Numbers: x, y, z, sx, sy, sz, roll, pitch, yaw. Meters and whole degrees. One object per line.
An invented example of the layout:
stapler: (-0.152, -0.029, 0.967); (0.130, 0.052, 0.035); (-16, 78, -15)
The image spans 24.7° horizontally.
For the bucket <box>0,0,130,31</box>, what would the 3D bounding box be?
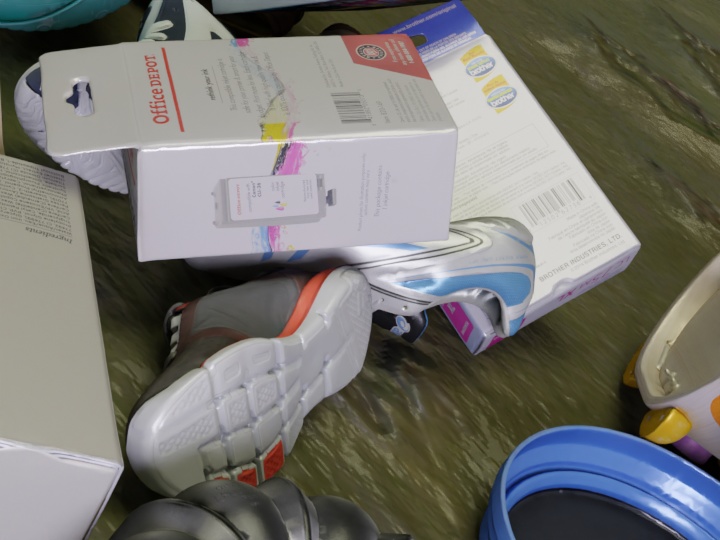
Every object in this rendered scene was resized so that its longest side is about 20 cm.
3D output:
bucket: (-0.197, -0.251, 0.973); (0.205, 0.135, 0.209); (2, 64, -4)

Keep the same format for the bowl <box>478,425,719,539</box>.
bowl: (0.149, 0.162, 0.828); (0.199, 0.040, 0.201); (22, 31, -14)

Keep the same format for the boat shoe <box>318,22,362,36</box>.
boat shoe: (0.021, -0.069, 1.051); (0.072, 0.072, 0.200); (-35, 78, -26)

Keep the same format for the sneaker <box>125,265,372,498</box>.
sneaker: (-0.067, 0.050, 0.797); (0.081, 0.078, 0.200); (12, 21, 24)

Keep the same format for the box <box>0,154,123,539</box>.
box: (-0.160, 0.031, 0.718); (0.082, 0.069, 0.201); (15, 33, -25)

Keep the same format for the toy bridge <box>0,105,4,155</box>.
toy bridge: (-0.215, -0.117, 0.787); (0.027, 0.201, 0.067); (7, 39, 48)

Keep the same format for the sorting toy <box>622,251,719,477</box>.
sorting toy: (0.254, 0.102, 0.963); (0.180, 0.107, 0.200); (45, 13, -7)

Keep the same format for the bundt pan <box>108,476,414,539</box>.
bundt pan: (-0.025, 0.159, 0.641); (0.201, 0.076, 0.202); (23, 31, -15)

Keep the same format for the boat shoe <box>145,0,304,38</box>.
boat shoe: (-0.127, -0.216, 1.121); (0.199, 0.072, 0.068); (23, 56, 4)

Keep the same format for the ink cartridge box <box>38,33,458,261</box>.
ink cartridge box: (-0.061, -0.065, 0.840); (0.198, 0.068, 0.117); (-3, 33, -11)

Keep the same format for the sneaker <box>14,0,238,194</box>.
sneaker: (-0.127, -0.112, 0.962); (0.198, 0.080, 0.130); (-3, 37, -37)

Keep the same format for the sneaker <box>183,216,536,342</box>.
sneaker: (0.000, 0.000, 0.898); (0.198, 0.072, 0.073); (5, 77, -9)

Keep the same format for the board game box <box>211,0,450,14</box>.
board game box: (0.015, -0.201, 1.045); (0.147, 0.065, 0.200); (-2, 6, 29)

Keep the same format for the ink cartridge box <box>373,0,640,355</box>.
ink cartridge box: (0.064, -0.061, 0.997); (0.119, 0.042, 0.201); (-27, 75, -20)
